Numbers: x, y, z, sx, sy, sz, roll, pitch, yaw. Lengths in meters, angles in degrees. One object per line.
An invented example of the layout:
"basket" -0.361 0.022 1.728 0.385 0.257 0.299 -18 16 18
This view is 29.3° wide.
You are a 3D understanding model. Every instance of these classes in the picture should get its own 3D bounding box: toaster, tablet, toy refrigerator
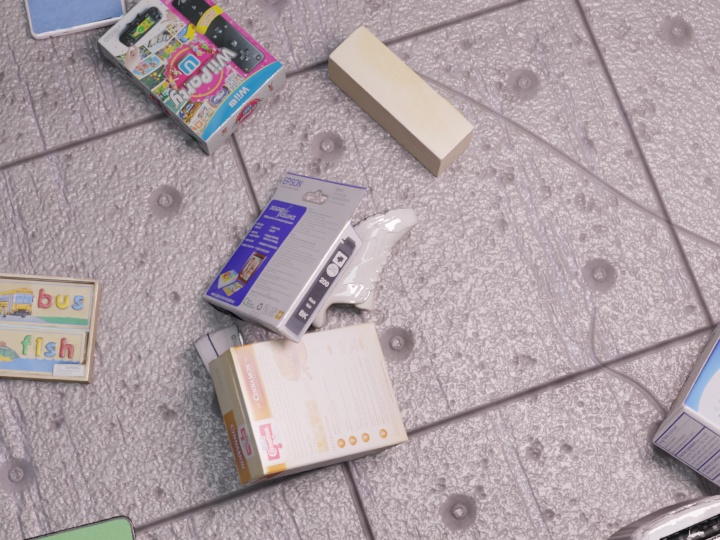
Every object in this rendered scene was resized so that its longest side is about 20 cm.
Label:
"toaster" 0.392 0.331 1.625 0.200 0.129 0.114 -20 78 -6
"tablet" -0.394 -0.413 1.851 0.130 0.014 0.200 -12 76 -4
"toy refrigerator" 0.053 -0.220 1.781 0.200 0.076 0.070 44 79 9

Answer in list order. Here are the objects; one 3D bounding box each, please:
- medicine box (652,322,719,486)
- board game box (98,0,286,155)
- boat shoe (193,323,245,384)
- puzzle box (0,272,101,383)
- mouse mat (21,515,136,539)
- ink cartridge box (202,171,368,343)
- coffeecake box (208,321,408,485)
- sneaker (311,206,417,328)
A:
"medicine box" 0.485 0.174 1.652 0.200 0.103 0.182 34 58 6
"board game box" -0.217 -0.272 1.795 0.200 0.064 0.148 43 79 8
"boat shoe" -0.134 0.155 1.685 0.067 0.074 0.200 -29 78 -3
"puzzle box" -0.430 0.070 1.726 0.199 0.025 0.133 3 76 0
"mouse mat" -0.334 0.409 1.655 0.161 0.008 0.200 -13 78 -4
"ink cartridge box" -0.083 -0.021 1.680 0.043 0.198 0.200 39 78 -32
"coffeecake box" -0.062 0.157 1.647 0.200 0.073 0.154 -9 75 -31
"sneaker" 0.000 0.000 1.734 0.200 0.078 0.099 -36 86 0
